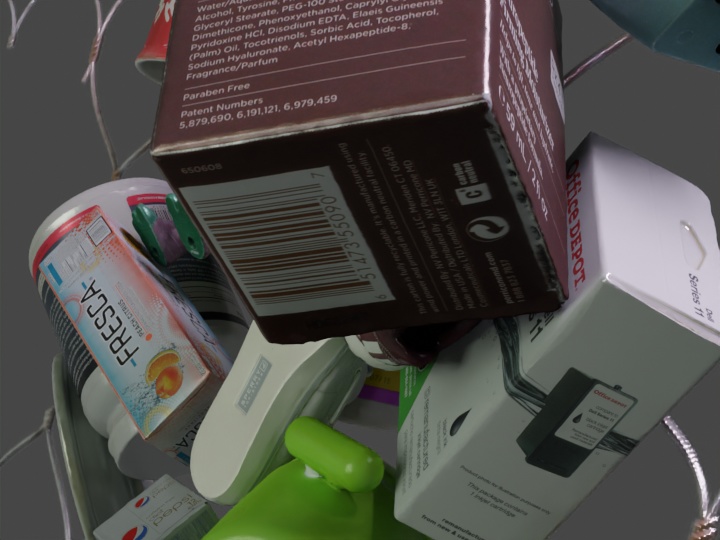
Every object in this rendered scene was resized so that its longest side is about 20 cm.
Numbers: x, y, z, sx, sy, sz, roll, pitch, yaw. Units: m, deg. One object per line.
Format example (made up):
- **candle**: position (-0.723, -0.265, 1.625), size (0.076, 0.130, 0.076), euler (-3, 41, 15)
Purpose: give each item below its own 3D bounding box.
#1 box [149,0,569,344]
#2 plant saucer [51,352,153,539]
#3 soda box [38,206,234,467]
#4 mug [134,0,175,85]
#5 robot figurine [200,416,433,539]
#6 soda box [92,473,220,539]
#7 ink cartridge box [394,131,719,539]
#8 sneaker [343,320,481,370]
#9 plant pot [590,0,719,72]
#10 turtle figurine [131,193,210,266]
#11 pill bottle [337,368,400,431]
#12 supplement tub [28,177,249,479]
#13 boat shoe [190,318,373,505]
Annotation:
- **box**: position (0.009, -0.095, 0.853), size (0.164, 0.166, 0.201), euler (-8, 53, 17)
- **plant saucer**: position (-0.199, 0.159, 1.364), size (0.200, 0.050, 0.201), euler (166, 90, -86)
- **soda box**: position (-0.144, 0.044, 1.142), size (0.064, 0.068, 0.200), euler (-45, 46, 6)
- **mug**: position (-0.066, -0.231, 1.340), size (0.133, 0.177, 0.201), euler (75, -149, -82)
- **robot figurine**: position (-0.029, 0.175, 0.971), size (0.115, 0.200, 0.176), euler (5, 108, 22)
- **soda box**: position (-0.088, 0.231, 1.090), size (0.064, 0.200, 0.068), euler (-37, 26, -18)
- **ink cartridge box**: position (0.106, 0.045, 0.931), size (0.200, 0.083, 0.147), euler (-52, 18, 31)
- **sneaker**: position (0.061, -0.032, 0.937), size (0.201, 0.075, 0.115), euler (-70, 17, -1)
- **plant pot**: position (0.177, -0.210, 0.918), size (0.141, 0.141, 0.200), euler (-50, 46, 34)
- **turtle figurine**: position (-0.058, -0.072, 1.192), size (0.101, 0.200, 0.150), euler (53, 151, 5)
- **pill bottle**: position (0.000, 0.000, 1.128), size (0.104, 0.104, 0.201), euler (7, 83, 57)
- **supplement tub**: position (-0.161, 0.043, 1.295), size (0.140, 0.140, 0.200), euler (-47, 56, 36)
- **boat shoe**: position (-0.028, 0.062, 1.037), size (0.072, 0.068, 0.201), euler (35, 101, 45)
